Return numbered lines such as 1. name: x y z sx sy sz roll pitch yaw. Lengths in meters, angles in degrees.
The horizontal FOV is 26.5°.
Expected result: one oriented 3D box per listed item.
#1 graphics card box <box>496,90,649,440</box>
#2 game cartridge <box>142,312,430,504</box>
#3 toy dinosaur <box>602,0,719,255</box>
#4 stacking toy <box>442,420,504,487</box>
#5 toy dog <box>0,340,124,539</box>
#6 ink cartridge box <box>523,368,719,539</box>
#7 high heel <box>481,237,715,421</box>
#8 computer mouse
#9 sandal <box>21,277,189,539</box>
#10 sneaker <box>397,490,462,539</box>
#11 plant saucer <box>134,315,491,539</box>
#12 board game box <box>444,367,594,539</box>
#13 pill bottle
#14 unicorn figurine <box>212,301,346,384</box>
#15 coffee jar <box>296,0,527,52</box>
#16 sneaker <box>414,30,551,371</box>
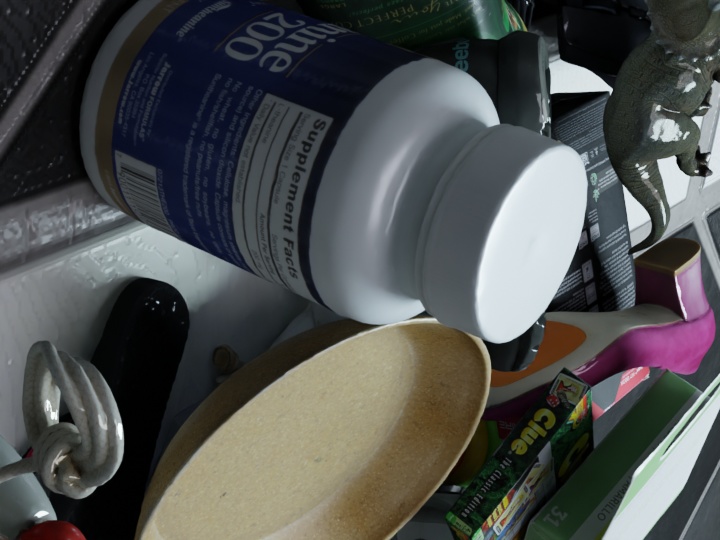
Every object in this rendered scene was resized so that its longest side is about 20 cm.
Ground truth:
1. graphics card box: 0.123 -0.003 0.968 0.125 0.051 0.200 -29 115 -46
2. game cartridge: -0.019 0.086 0.801 0.200 0.042 0.133 -18 151 -37
3. toy dinosaur: 0.181 -0.105 0.900 0.102 0.077 0.200 3 128 -36
4. stacking toy: 0.066 0.112 0.992 0.200 0.085 0.086 4 106 -53
5. toy dog: -0.157 0.095 0.549 0.096 0.200 0.132 -19 101 -31
6. ink cartridge box: 0.155 0.110 0.871 0.146 0.048 0.200 -42 155 -31
7. high heel: 0.142 0.062 0.915 0.200 0.067 0.096 -35 127 -37
8. computer mouse: 0.146 -0.128 0.918 0.200 0.046 0.141 20 75 -49
9. sandal: -0.132 0.098 0.712 0.075 0.045 0.200 52 51 -62
10. sneaker: 0.077 0.193 1.025 0.200 0.074 0.089 16 74 -58
11. plant saucer: -0.027 0.088 0.714 0.200 0.035 0.200 -28 145 -22
12. board game box: 0.097 0.134 0.881 0.105 0.023 0.200 -52 158 -13
13. pill bottle: -0.012 -0.044 0.638 0.111 0.200 0.111 -36 139 -41
14. unicorn figurine: 0.000 0.000 0.813 0.137 0.074 0.200 -11 145 -51
15. coffee jar: 0.020 -0.131 0.723 0.200 0.104 0.085 63 12 -53
16. sneaker: 0.053 -0.030 0.742 0.075 0.079 0.200 -85 171 -49
